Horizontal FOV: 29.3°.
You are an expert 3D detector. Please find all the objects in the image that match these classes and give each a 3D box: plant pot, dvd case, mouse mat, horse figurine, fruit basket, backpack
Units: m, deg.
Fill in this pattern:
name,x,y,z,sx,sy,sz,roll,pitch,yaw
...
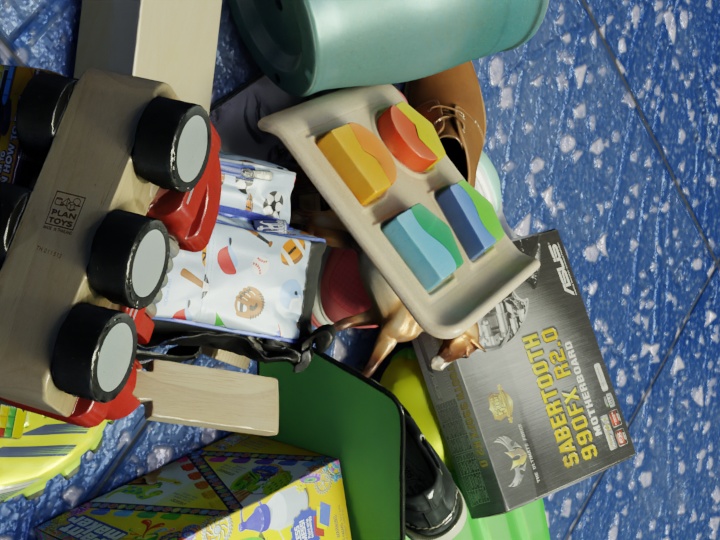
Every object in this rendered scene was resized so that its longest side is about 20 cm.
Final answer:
name,x,y,z,sx,sy,sz,roll,pitch,yaw
plant pot,0.007,-0.223,1.011,0.187,0.199,0.202,-28,115,-23
dvd case,-0.042,-0.095,1.089,0.200,0.016,0.150,-39,121,-34
mouse mat,-0.023,0.146,1.010,0.007,0.160,0.202,-24,126,-37
horse figurine,0.000,0.000,1.009,0.132,0.050,0.202,-27,95,-10
fruit basket,0.047,0.174,1.137,0.214,0.155,0.218,20,52,-28
backpack,-0.137,-0.010,0.897,0.189,0.199,0.156,1,87,-36

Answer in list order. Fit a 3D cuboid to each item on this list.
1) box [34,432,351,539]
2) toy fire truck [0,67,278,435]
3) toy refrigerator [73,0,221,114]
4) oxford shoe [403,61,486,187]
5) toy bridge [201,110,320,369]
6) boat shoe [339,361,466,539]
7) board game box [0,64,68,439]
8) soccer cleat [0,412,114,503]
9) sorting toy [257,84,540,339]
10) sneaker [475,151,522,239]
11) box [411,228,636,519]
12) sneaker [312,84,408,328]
name,x,y,z,sx,sy,sz,roll,pitch,yaw
box,-0.107,0.252,0.996,0.191,0.121,0.202,-22,110,-39
toy fire truck,-0.115,0.011,0.766,0.200,0.127,0.178,61,44,-66
toy refrigerator,-0.143,-0.200,0.944,0.076,0.069,0.203,5,92,-51
oxford shoe,0.072,-0.114,1.124,0.070,0.071,0.202,2,66,-3
toy bridge,-0.063,-0.022,1.048,0.067,0.027,0.202,25,79,-42
boat shoe,0.003,0.121,1.034,0.074,0.200,0.066,-34,142,-6
board game box,-0.249,-0.019,0.788,0.057,0.164,0.203,19,81,-62
soccer cleat,-0.239,0.111,0.889,0.200,0.064,0.084,-36,117,-35
sorting toy,0.038,-0.056,0.986,0.200,0.036,0.185,49,30,5
sneaker,0.085,0.004,1.191,0.140,0.077,0.201,-46,115,-28
box,0.126,0.079,1.111,0.157,0.048,0.202,-13,82,-39
sneaker,0.018,-0.047,1.083,0.073,0.086,0.203,18,83,-45
